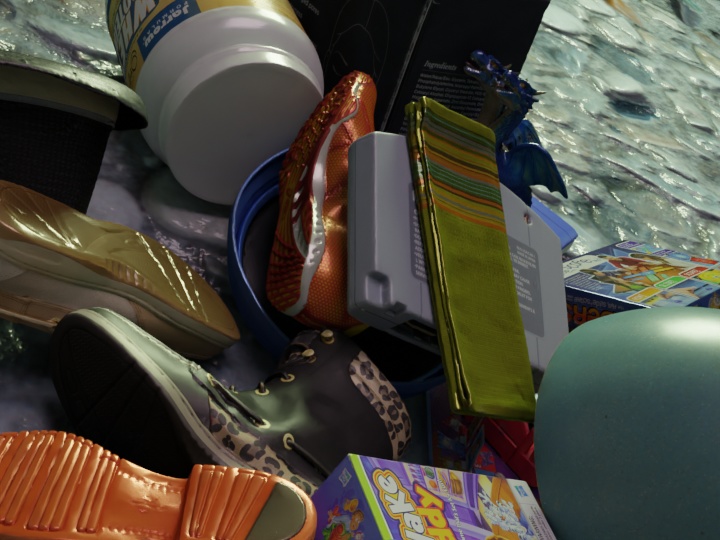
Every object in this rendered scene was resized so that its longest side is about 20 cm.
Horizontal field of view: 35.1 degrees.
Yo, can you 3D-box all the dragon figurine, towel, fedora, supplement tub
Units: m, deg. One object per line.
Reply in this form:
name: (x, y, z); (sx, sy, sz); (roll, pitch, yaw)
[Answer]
dragon figurine: (0.122, -0.076, 0.880); (0.200, 0.099, 0.059); (49, 11, -35)
towel: (0.073, -0.007, 0.716); (0.085, 0.018, 0.203); (12, 63, -44)
fedora: (-0.226, -0.070, 0.666); (0.197, 0.093, 0.201); (5, -4, 0)
supplement tub: (-0.111, -0.161, 0.873); (0.143, 0.146, 0.201); (9, 36, -32)

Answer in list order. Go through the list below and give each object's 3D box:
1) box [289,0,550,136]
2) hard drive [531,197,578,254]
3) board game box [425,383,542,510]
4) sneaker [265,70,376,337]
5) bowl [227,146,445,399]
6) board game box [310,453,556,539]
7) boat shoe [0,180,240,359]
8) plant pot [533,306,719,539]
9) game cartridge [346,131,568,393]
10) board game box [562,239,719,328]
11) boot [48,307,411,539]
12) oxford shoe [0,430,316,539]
box: (0.021, -0.177, 0.931); (0.122, 0.199, 0.200); (-2, 35, -35)
hard drive: (0.103, -0.038, 0.999); (0.131, 0.026, 0.199); (39, 32, 13)
board game box: (0.123, 0.103, 0.798); (0.156, 0.039, 0.201); (23, 32, -13)
sneaker: (-0.013, -0.045, 0.757); (0.076, 0.073, 0.203); (26, 56, -27)
bowl: (0.000, 0.000, 0.792); (0.198, 0.040, 0.203); (13, 51, -17)
board game box: (0.064, 0.187, 0.537); (0.133, 0.045, 0.201); (16, 35, -39)
boat shoe: (-0.155, 0.015, 0.659); (0.199, 0.069, 0.074); (30, 19, -46)
plant pot: (0.213, 0.106, 0.639); (0.198, 0.134, 0.203); (17, 63, -35)
game cartridge: (0.066, -0.007, 0.748); (0.199, 0.040, 0.135); (25, 58, -39)
board game box: (0.241, 0.017, 0.973); (0.134, 0.035, 0.199); (16, 19, 36)
boot: (-0.064, 0.077, 0.643); (0.199, 0.074, 0.150); (39, 33, 6)
oxford shoe: (-0.121, 0.129, 0.532); (0.197, 0.074, 0.072); (11, 32, 4)
